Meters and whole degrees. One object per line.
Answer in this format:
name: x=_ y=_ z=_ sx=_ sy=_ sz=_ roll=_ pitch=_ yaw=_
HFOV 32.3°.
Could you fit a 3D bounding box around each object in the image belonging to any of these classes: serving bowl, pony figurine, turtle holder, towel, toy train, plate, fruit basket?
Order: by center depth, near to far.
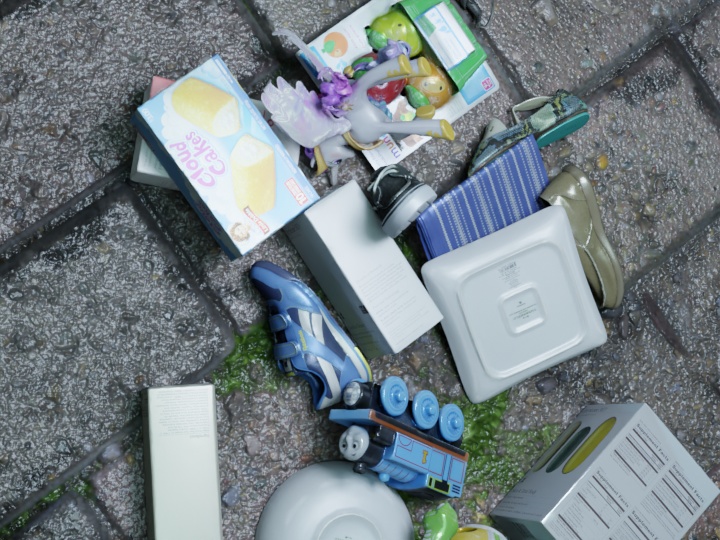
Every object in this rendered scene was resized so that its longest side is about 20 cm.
pony figurine: x=-0.015 y=-0.195 z=1.454 sx=0.193 sy=0.199 sz=0.167 roll=53 pitch=33 yaw=-32
serving bowl: x=-0.022 y=0.327 z=1.467 sx=0.199 sy=0.066 sz=0.201 roll=2 pitch=84 yaw=-18
toy train: x=0.049 y=0.198 z=1.467 sx=0.200 sy=0.086 sz=0.115 roll=29 pitch=63 yaw=-41
turtle holder: x=0.115 y=0.364 z=1.470 sx=0.185 sy=0.141 sz=0.132 roll=40 pitch=54 yaw=-11
plate: x=0.198 y=0.046 z=1.547 sx=0.199 sy=0.032 sz=0.201 roll=-24 pitch=107 yaw=-7
fruit basket: x=0.051 y=-0.250 z=1.547 sx=0.200 sy=0.094 sz=0.186 roll=-36 pitch=96 yaw=-16
towel: x=0.162 y=-0.062 z=1.568 sx=0.200 sy=0.024 sz=0.145 roll=-35 pitch=123 yaw=-20

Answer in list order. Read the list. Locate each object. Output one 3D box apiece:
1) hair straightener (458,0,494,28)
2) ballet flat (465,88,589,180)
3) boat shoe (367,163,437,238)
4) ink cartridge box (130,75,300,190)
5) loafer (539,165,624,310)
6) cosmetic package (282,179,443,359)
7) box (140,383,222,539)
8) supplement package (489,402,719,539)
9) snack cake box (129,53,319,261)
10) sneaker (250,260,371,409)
hair straightener: x=0.106 y=-0.396 z=1.589 sx=0.041 sy=0.077 sz=0.200 roll=-39 pitch=96 yaw=-20
ballet flat: x=0.203 y=-0.176 z=1.611 sx=0.199 sy=0.074 sz=0.074 roll=-29 pitch=93 yaw=-21
boat shoe: x=0.037 y=-0.085 z=1.435 sx=0.072 sy=0.200 sz=0.071 roll=-42 pitch=94 yaw=0
ink cartridge box: x=-0.162 y=-0.147 z=1.474 sx=0.199 sy=0.067 sz=0.117 roll=11 pitch=81 yaw=-17
loafer: x=0.281 y=-0.035 z=1.602 sx=0.067 sy=0.076 sz=0.201 roll=-24 pitch=104 yaw=-7
cosmetic package: x=0.000 y=0.000 z=1.489 sx=0.081 sy=0.113 sz=0.200 roll=-36 pitch=94 yaw=-19
box: x=-0.204 y=0.231 z=1.415 sx=0.082 sy=0.068 sz=0.201 roll=0 pitch=84 yaw=-18
supplement package: x=0.298 y=0.286 z=1.533 sx=0.200 sy=0.152 sz=0.151 roll=-44 pitch=97 yaw=-18
snack cake box: x=-0.154 y=-0.125 z=1.404 sx=0.115 sy=0.067 sz=0.200 roll=-38 pitch=97 yaw=-18
sneaker: x=-0.073 y=0.077 z=1.476 sx=0.082 sy=0.074 sz=0.200 roll=-40 pitch=96 yaw=-16
